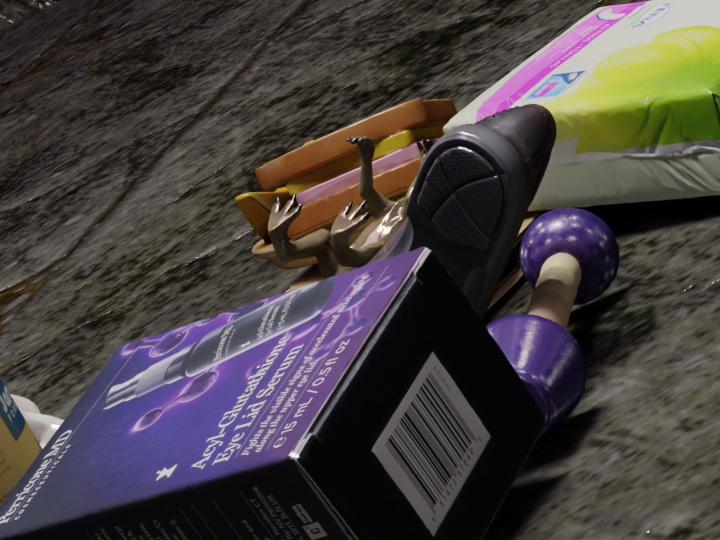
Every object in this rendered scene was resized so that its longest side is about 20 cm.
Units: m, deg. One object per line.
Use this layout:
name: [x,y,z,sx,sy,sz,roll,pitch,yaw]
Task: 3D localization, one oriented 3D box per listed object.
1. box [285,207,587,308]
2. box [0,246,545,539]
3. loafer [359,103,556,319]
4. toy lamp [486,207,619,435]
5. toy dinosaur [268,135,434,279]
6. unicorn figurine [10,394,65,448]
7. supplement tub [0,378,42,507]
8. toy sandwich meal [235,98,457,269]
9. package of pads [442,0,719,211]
box: [0.014,0.014,1.655,0.200,0.021,0.163,-17,18,39]
box: [-0.044,0.093,1.284,0.200,0.104,0.148,-18,26,37]
loafer: [0.045,-0.004,1.450,0.063,0.072,0.200,-38,-17,-42]
toy lamp: [0.086,0.028,1.400,0.058,0.058,0.200,-24,12,19]
toy dinosaur: [0.000,0.000,1.515,0.200,0.101,0.058,-49,44,-11]
unicorn figurine: [-0.165,0.105,1.536,0.200,0.137,0.074,-58,-2,-21]
supplement tub: [-0.209,0.117,1.361,0.144,0.200,0.145,-27,14,7]
toy sandwich meal: [0.010,-0.062,1.775,0.205,0.070,0.205,-22,6,3]
package of pads: [0.168,-0.095,1.603,0.200,0.068,0.154,-2,26,47]
